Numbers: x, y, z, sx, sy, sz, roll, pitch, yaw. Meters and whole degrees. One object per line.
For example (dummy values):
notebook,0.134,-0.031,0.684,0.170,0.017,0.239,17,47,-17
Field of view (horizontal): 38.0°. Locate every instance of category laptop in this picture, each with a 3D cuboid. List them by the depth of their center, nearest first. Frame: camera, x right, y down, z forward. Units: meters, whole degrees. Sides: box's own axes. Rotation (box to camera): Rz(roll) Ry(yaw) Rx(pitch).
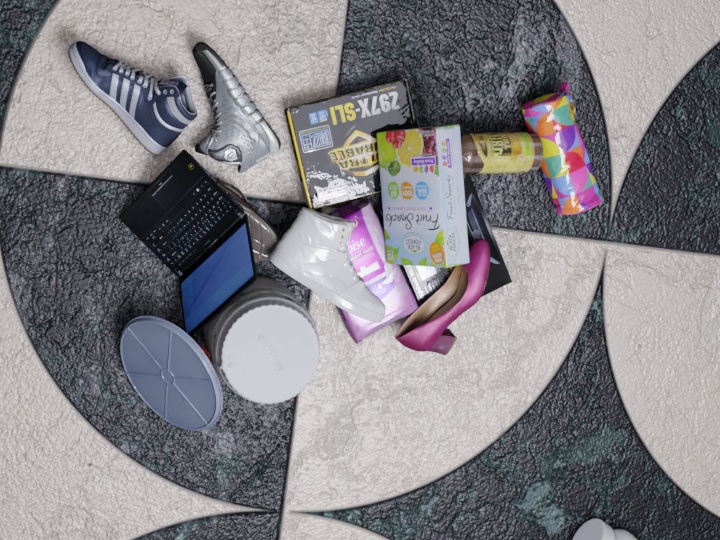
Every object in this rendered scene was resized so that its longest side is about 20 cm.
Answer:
laptop,-0.255,-0.036,1.528,0.200,0.104,0.177,46,121,-10

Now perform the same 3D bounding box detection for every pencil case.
pencil case,0.327,-0.191,1.678,0.087,0.088,0.203,-21,104,-7

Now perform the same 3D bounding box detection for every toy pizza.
toy pizza,-0.282,0.152,1.578,0.032,0.199,0.202,-41,108,-45

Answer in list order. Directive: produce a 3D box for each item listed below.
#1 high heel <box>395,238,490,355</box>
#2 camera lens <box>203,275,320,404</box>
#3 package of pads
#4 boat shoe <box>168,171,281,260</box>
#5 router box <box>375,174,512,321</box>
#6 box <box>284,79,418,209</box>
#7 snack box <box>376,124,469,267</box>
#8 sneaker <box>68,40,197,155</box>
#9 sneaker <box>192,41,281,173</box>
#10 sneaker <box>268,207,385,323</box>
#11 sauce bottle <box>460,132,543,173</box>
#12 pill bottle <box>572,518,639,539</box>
high heel,0.130,0.037,1.620,0.095,0.067,0.202,16,100,-30
camera lens,-0.149,0.101,1.563,0.157,0.200,0.163,-3,101,-14
package of pads,0.000,0.000,1.645,0.119,0.076,0.202,-28,103,-9
boat shoe,-0.196,-0.096,1.583,0.199,0.074,0.075,38,124,-8
router box,0.134,-0.040,1.677,0.156,0.052,0.202,-25,103,-6
box,-0.006,-0.197,1.627,0.197,0.049,0.162,-15,100,-9
snack box,0.092,-0.110,1.556,0.052,0.141,0.203,-10,99,-35
sneaker,-0.324,-0.274,1.522,0.108,0.070,0.200,-33,112,21
sneaker,-0.216,-0.232,1.566,0.115,0.075,0.201,-36,105,-1
sneaker,-0.025,-0.013,1.561,0.199,0.074,0.116,32,97,-13
sauce bottle,0.187,-0.181,1.622,0.197,0.065,0.066,-5,100,-22
pill bottle,0.458,0.519,1.801,0.199,0.113,0.113,39,90,-14
